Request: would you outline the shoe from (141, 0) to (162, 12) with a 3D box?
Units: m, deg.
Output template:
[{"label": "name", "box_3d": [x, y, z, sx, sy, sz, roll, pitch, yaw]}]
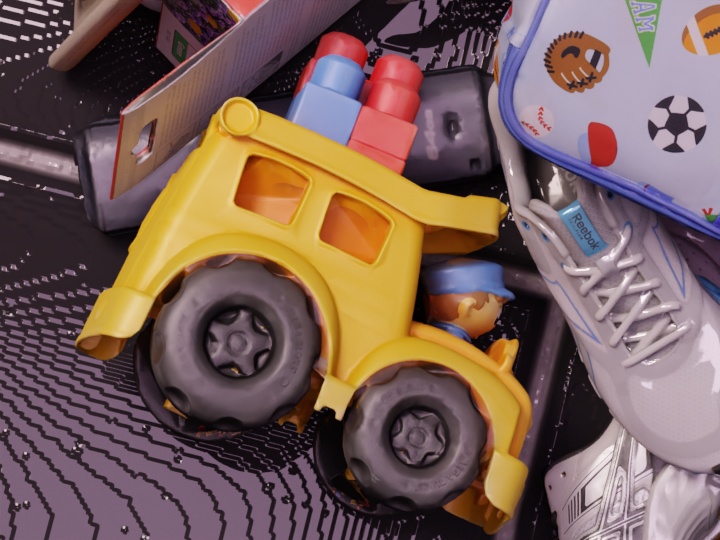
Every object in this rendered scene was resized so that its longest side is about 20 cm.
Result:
[{"label": "shoe", "box_3d": [-0.043, -0.209, 1.228, 0.071, 0.091, 0.200, 40, 84, 5]}]

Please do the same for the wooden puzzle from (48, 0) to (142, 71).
[{"label": "wooden puzzle", "box_3d": [-0.108, -0.201, 1.181, 0.037, 0.185, 0.202, 8, 80, -17]}]

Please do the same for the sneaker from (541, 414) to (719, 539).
[{"label": "sneaker", "box_3d": [0.113, 0.126, 1.202, 0.087, 0.076, 0.201, 24, 83, 24]}]

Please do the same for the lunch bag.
[{"label": "lunch bag", "box_3d": [0.154, -0.118, 1.074, 0.159, 0.076, 0.201, 25, 106, -5]}]

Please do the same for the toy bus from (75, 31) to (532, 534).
[{"label": "toy bus", "box_3d": [0.000, 0.000, 1.174, 0.199, 0.136, 0.193, 25, 79, -5]}]

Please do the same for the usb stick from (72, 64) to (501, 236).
[{"label": "usb stick", "box_3d": [-0.032, -0.056, 1.236, 0.198, 0.033, 0.056, -8, 84, -2]}]

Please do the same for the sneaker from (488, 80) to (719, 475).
[{"label": "sneaker", "box_3d": [0.105, -0.001, 1.146, 0.075, 0.087, 0.201, -33, 76, 12]}]

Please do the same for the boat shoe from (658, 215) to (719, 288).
[{"label": "boat shoe", "box_3d": [0.152, -0.016, 1.215, 0.074, 0.065, 0.202, -41, 84, -6]}]

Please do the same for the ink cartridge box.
[{"label": "ink cartridge box", "box_3d": [-0.048, -0.125, 1.186, 0.200, 0.109, 0.050, -41, 81, -19]}]

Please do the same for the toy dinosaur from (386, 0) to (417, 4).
[{"label": "toy dinosaur", "box_3d": [0.110, -0.154, 1.241, 0.199, 0.077, 0.103, -16, 64, 9]}]
